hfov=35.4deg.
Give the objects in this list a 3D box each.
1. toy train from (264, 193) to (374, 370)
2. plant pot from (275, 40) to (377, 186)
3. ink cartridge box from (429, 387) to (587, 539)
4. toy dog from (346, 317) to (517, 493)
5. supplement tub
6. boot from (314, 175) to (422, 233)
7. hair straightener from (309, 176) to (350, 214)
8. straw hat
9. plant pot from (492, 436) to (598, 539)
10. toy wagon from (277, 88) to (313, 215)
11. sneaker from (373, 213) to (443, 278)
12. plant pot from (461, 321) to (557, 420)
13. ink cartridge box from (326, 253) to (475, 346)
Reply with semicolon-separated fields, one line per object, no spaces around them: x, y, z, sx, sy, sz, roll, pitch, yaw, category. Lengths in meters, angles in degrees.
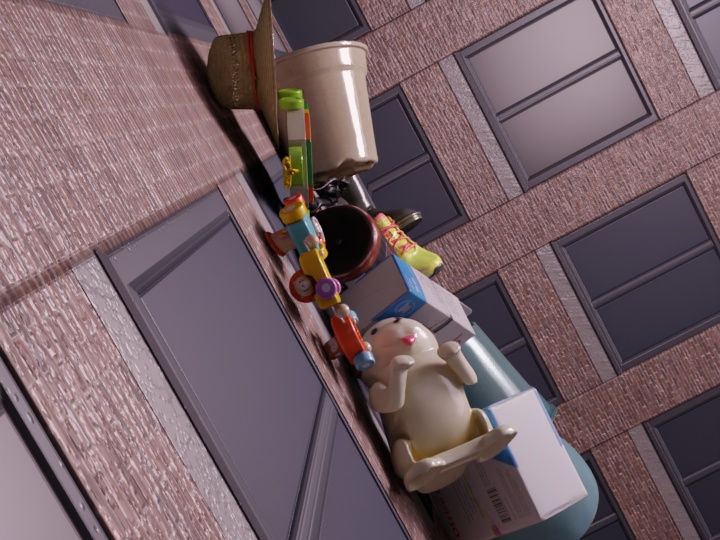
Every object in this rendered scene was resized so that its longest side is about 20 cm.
-0.050;0.016;1.255;0.150;0.055;0.201;62;4;-62;toy train
-0.060;-0.239;1.789;0.200;0.200;0.184;22;52;-81;plant pot
0.164;0.248;1.393;0.200;0.084;0.145;-40;-108;55;ink cartridge box
0.071;0.144;1.314;0.194;0.139;0.201;92;-27;-67;toy dog
0.000;0.000;1.486;0.107;0.107;0.200;65;7;29;supplement tub
-0.004;-0.135;1.881;0.072;0.181;0.201;-12;80;-55;boot
-0.053;-0.120;1.766;0.041;0.077;0.200;33;3;14;hair straightener
-0.149;-0.248;1.409;0.201;0.085;0.202;177;-90;-86;straw hat
0.221;0.292;1.597;0.135;0.199;0.200;61;5;-35;plant pot
-0.081;-0.143;1.432;0.200;0.039;0.156;-106;-167;-72;toy wagon
0.042;-0.042;1.770;0.199;0.078;0.091;20;-55;33;sneaker
0.182;0.204;1.843;0.196;0.200;0.200;53;6;-3;plant pot
0.064;0.072;1.442;0.200;0.116;0.068;32;26;-47;ink cartridge box
